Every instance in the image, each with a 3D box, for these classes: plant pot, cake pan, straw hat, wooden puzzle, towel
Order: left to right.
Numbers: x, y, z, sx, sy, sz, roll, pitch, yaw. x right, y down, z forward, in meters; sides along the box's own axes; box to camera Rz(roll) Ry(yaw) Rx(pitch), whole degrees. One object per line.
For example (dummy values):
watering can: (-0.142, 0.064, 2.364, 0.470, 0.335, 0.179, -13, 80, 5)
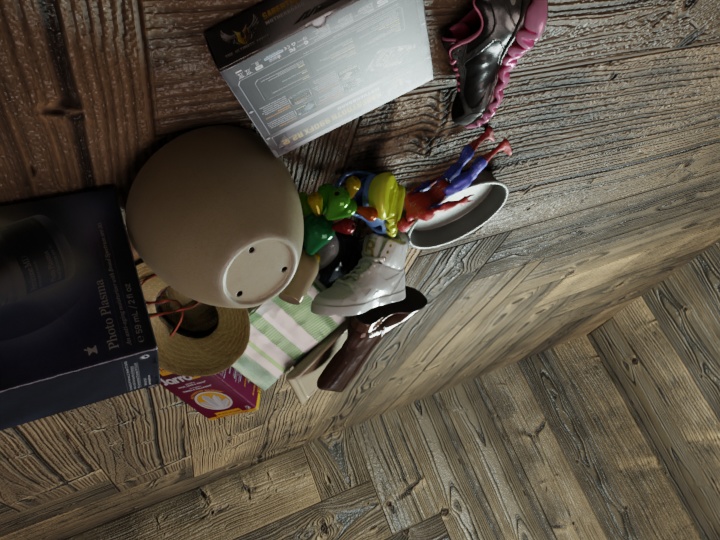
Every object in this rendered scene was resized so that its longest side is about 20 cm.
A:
straw hat: (-0.251, 0.050, 0.885, 0.199, 0.202, 0.085, -30, -158, 15)
plant pot: (-0.140, -0.037, 0.664, 0.198, 0.135, 0.202, -25, 140, -23)
towel: (-0.125, 0.095, 0.957, 0.199, 0.023, 0.153, -41, 130, 3)
wooden puzzle: (-0.060, 0.152, 1.100, 0.185, 0.037, 0.201, -44, 163, -17)
cake pan: (0.164, -0.107, 1.052, 0.197, 0.037, 0.201, -21, 158, -9)

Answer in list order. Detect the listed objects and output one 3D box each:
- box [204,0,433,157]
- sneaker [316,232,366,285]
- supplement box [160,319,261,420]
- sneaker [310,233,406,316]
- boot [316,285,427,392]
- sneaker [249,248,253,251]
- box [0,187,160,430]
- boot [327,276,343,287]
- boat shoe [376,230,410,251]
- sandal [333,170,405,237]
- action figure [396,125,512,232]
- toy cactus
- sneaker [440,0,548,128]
box: (-0.029, -0.210, 0.592, 0.198, 0.049, 0.159, -26, 159, 3)
sneaker: (-0.061, 0.005, 1.011, 0.113, 0.076, 0.200, -2, 147, -39)
supplement box: (-0.268, 0.171, 1.037, 0.109, 0.087, 0.201, -16, 137, 19)
sneaker: (0.000, 0.000, 0.930, 0.198, 0.073, 0.118, -15, 114, -47)
boot: (0.018, 0.127, 1.067, 0.185, 0.064, 0.202, -15, 141, -41)
sneaker: (-0.174, -0.049, 0.779, 0.087, 0.076, 0.199, -40, 155, 20)
box: (-0.334, 0.041, 0.633, 0.196, 0.202, 0.124, -15, 158, -23)
boot: (-0.017, 0.026, 1.096, 0.072, 0.091, 0.200, -6, 150, -34)
boat shoe: (0.045, -0.024, 1.088, 0.056, 0.069, 0.200, -21, 165, -30)
sandal: (0.016, -0.102, 0.879, 0.086, 0.081, 0.200, 11, 172, 13)
action figure: (0.132, -0.125, 0.884, 0.199, 0.066, 0.052, -39, 149, -1)
toy cactus: (-0.059, -0.033, 0.781, 0.101, 0.167, 0.199, 28, 157, -24)
sneaker: (0.130, -0.244, 0.679, 0.094, 0.080, 0.201, 5, 150, -11)
